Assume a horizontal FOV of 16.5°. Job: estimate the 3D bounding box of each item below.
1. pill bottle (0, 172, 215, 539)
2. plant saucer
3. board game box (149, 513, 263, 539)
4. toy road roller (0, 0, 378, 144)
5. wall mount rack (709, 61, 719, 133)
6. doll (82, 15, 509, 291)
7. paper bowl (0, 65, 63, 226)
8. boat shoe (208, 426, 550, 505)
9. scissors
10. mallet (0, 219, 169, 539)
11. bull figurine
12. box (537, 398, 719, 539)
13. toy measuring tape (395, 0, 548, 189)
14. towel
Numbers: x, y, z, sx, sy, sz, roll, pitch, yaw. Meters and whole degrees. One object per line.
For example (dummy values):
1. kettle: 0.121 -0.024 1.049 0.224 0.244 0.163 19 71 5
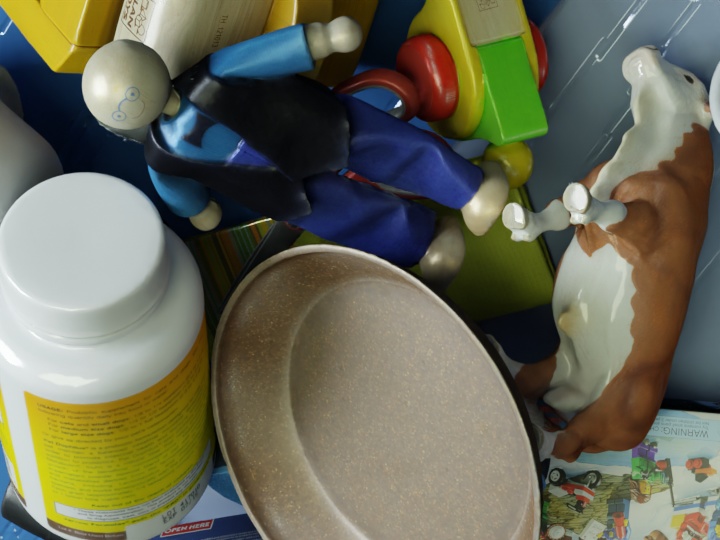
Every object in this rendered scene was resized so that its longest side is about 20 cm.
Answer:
1. pill bottle: -0.127 0.043 1.209 0.109 0.110 0.200 18 147 12
2. plant saucer: 0.014 0.078 1.168 0.200 0.037 0.201 21 122 36
3. board game box: -0.028 0.227 1.344 0.199 0.062 0.201 -10 116 14
4. toy road roller: -0.078 -0.149 1.208 0.200 0.145 0.123 46 126 41
5. wall mount rack: 0.209 -0.154 1.107 0.200 0.074 0.174 -42 60 15
6. doll: -0.033 -0.060 1.130 0.199 0.049 0.137 20 128 -20
7. paper bowl: -0.217 -0.010 1.248 0.104 0.201 0.202 17 115 10
8. boat shoe: 0.004 0.079 1.263 0.199 0.069 0.084 1 150 27
9. scissors: -0.030 -0.038 1.230 0.073 0.014 0.200 46 135 -16
10. mallet: -0.149 0.059 1.346 0.066 0.041 0.201 15 111 9
11. bull figurine: 0.118 -0.003 1.170 0.065 0.121 0.201 20 109 42
12. box: 0.178 0.136 1.239 0.199 0.038 0.137 3 96 18
13. toy measuring tape: 0.042 -0.134 1.195 0.073 0.073 0.201 -18 87 24
14. towel: 0.000 0.000 1.281 0.199 0.018 0.086 -15 108 24
